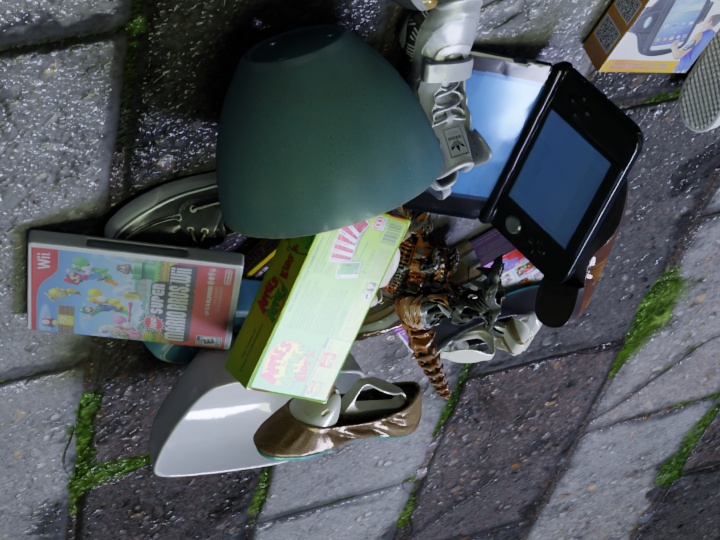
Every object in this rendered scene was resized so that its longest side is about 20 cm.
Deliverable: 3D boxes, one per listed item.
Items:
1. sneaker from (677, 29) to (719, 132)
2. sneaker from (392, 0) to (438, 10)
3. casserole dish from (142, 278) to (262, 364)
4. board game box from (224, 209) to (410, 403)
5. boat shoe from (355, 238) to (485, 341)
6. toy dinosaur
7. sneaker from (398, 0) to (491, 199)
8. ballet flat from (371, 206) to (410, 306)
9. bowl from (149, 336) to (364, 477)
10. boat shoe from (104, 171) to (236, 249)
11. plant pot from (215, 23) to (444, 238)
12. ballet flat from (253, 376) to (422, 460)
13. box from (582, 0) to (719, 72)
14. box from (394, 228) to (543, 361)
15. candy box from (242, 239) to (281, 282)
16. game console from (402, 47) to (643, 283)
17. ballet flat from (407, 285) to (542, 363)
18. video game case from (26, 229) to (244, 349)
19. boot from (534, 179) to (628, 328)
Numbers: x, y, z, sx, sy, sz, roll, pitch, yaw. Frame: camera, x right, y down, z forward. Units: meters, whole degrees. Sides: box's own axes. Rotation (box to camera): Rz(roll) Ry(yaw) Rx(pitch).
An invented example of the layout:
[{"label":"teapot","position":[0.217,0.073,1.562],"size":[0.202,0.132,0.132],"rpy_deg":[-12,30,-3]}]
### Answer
[{"label":"sneaker","position":[0.395,-0.227,1.833],"size":[0.082,0.074,0.200],"rpy_deg":[-25,159,-40]},{"label":"sneaker","position":[-0.009,-0.263,1.467],"size":[0.087,0.076,0.200],"rpy_deg":[-21,151,25]},{"label":"casserole dish","position":[-0.134,0.058,1.850],"size":[0.199,0.039,0.121],"rpy_deg":[7,140,-43]},{"label":"board game box","position":[-0.041,0.022,1.720],"size":[0.101,0.048,0.201],"rpy_deg":[14,107,-40]},{"label":"boat shoe","position":[0.033,0.019,1.939],"size":[0.199,0.077,0.072],"rpy_deg":[-21,-168,-4]},{"label":"toy dinosaur","position":[0.082,0.026,1.880],"size":[0.135,0.102,0.201],"rpy_deg":[-4,122,8]},{"label":"sneaker","position":[0.080,-0.158,1.635],"size":[0.075,0.115,0.200],"rpy_deg":[-13,149,-30]},{"label":"ballet flat","position":[0.000,0.000,1.827],"size":[0.070,0.066,0.200],"rpy_deg":[-17,154,-26]},{"label":"bowl","position":[-0.117,0.131,1.871],"size":[0.199,0.075,0.200],"rpy_deg":[-5,148,-33]},{"label":"boat shoe","position":[-0.140,-0.053,1.697],"size":[0.199,0.057,0.069],"rpy_deg":[-20,150,-10]},{"label":"plant pot","position":[-0.039,-0.132,1.549],"size":[0.199,0.200,0.136],"rpy_deg":[-19,112,-11]},{"label":"ballet flat","position":[-0.017,0.141,1.828],"size":[0.199,0.068,0.073],"rpy_deg":[-4,128,-33]},{"label":"box","position":[0.310,-0.268,1.719],"size":[0.118,0.042,0.200],"rpy_deg":[-4,146,-33]},{"label":"box","position":[0.127,0.020,2.035],"size":[0.199,0.039,0.137],"rpy_deg":[-29,151,5]},{"label":"candy box","position":[-0.058,-0.020,1.844],"size":[0.200,0.027,0.102],"rpy_deg":[-40,150,25]},{"label":"game console","position":[0.147,-0.096,1.743],"size":[0.118,0.171,0.201],"rpy_deg":[-20,146,-41]},{"label":"ballet flat","position":[0.145,0.067,2.015],"size":[0.199,0.073,0.073],"rpy_deg":[-10,147,-26]},{"label":"video game case","position":[-0.215,0.021,1.718],"size":[0.198,0.018,0.143],"rpy_deg":[7,143,-6]},{"label":"boot","position":[0.257,-0.033,1.969],"size":[0.200,0.068,0.190],"rpy_deg":[-22,126,-71]}]
